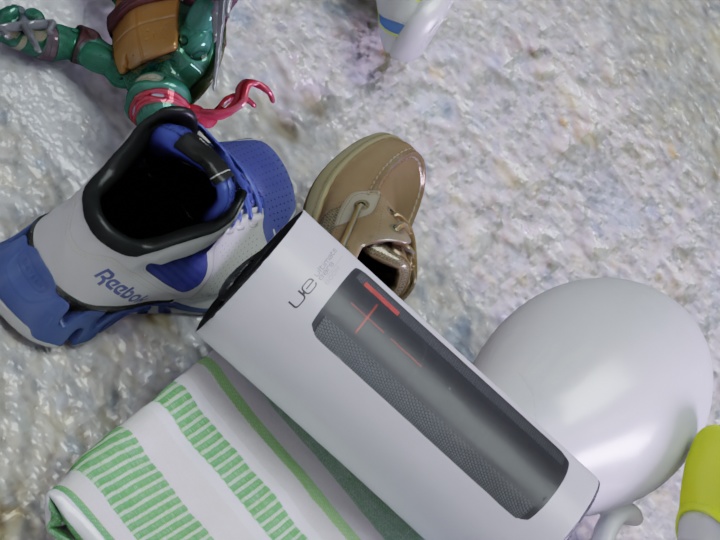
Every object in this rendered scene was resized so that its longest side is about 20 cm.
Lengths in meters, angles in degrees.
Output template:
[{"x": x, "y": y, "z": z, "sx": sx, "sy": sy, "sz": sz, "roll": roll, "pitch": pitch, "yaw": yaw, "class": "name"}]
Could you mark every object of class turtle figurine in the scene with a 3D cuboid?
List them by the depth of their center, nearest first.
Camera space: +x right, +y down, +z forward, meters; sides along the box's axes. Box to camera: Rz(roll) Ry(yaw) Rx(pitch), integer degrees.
[{"x": -0.114, "y": -0.137, "z": 1.542, "sx": 0.101, "sy": 0.149, "sz": 0.200, "roll": 63, "pitch": 16, "yaw": -47, "class": "turtle figurine"}]

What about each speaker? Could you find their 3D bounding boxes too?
[{"x": 0.016, "y": 0.064, "z": 1.424, "sx": 0.200, "sy": 0.081, "sz": 0.081, "roll": 43, "pitch": 39, "yaw": -5, "class": "speaker"}]

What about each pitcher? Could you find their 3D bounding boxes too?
[{"x": 0.112, "y": 0.102, "z": 1.564, "sx": 0.200, "sy": 0.121, "sz": 0.172, "roll": -29, "pitch": 103, "yaw": -50, "class": "pitcher"}]

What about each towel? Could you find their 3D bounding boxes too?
[{"x": -0.051, "y": 0.119, "z": 1.388, "sx": 0.153, "sy": 0.023, "sz": 0.200, "roll": 49, "pitch": 38, "yaw": 2, "class": "towel"}]

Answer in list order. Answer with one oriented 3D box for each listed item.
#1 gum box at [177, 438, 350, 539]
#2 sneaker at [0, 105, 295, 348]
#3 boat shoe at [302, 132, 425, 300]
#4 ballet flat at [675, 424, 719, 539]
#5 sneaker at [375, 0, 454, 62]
[{"x": -0.026, "y": 0.193, "z": 1.405, "sx": 0.170, "sy": 0.045, "sz": 0.200, "roll": 19, "pitch": 48, "yaw": -31, "class": "gum box"}, {"x": -0.084, "y": -0.030, "z": 1.474, "sx": 0.199, "sy": 0.115, "sz": 0.081, "roll": -24, "pitch": 78, "yaw": -51, "class": "sneaker"}, {"x": 0.000, "y": 0.000, "z": 1.552, "sx": 0.200, "sy": 0.064, "sz": 0.071, "roll": -60, "pitch": 144, "yaw": -43, "class": "boat shoe"}, {"x": 0.200, "y": 0.181, "z": 1.566, "sx": 0.067, "sy": 0.067, "sz": 0.200, "roll": -32, "pitch": 118, "yaw": -33, "class": "ballet flat"}, {"x": 0.008, "y": -0.203, "z": 1.750, "sx": 0.105, "sy": 0.076, "sz": 0.200, "roll": 24, "pitch": 37, "yaw": -12, "class": "sneaker"}]
